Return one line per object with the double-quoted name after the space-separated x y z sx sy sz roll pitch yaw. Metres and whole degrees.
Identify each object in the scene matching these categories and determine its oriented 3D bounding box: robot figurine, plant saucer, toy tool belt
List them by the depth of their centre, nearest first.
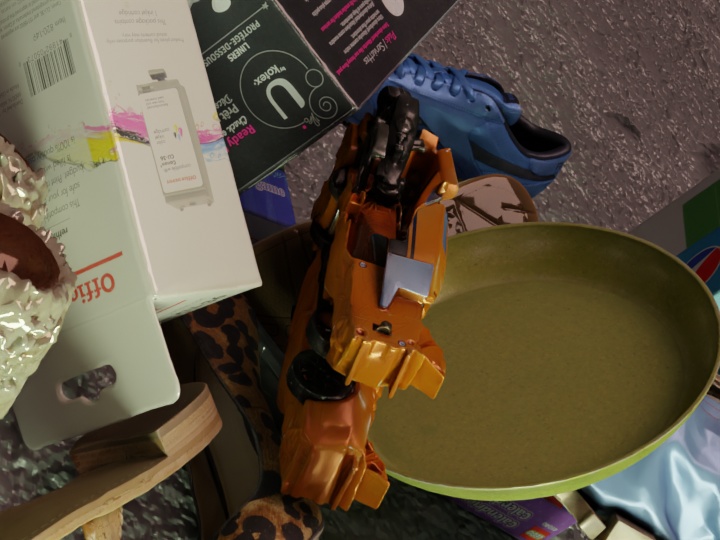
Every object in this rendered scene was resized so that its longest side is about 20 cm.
0.004 0.007 0.893 0.058 0.145 0.200 19 37 -9 "robot figurine"
0.076 0.047 0.943 0.200 0.199 0.031 -75 159 -51 "plant saucer"
0.141 0.100 0.977 0.199 0.125 0.123 26 1 -9 "toy tool belt"

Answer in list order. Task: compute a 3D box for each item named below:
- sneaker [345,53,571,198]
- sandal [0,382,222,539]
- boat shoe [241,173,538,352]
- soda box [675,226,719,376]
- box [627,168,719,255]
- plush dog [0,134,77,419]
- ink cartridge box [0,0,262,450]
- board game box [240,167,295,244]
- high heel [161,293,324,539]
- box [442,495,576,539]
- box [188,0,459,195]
0.048 -0.110 1.220 0.200 0.078 0.066 32 39 -27 "sneaker"
-0.118 0.121 0.784 0.212 0.077 0.070 -36 108 -48 "sandal"
0.000 0.000 1.036 0.199 0.065 0.072 -22 95 -27 "boat shoe"
0.177 0.039 1.050 0.068 0.200 0.064 42 33 -18 "soda box"
0.282 0.060 1.266 0.200 0.171 0.200 34 37 -26 "box"
-0.217 0.011 0.739 0.171 0.161 0.200 22 13 -19 "plush dog"
-0.116 -0.032 0.854 0.067 0.116 0.201 -8 81 -47 "ink cartridge box"
-0.134 -0.118 1.025 0.199 0.041 0.200 19 45 -41 "board game box"
-0.079 0.081 0.887 0.143 0.071 0.200 43 29 -5 "high heel"
0.059 0.045 1.118 0.137 0.039 0.201 32 38 -30 "box"
-0.045 -0.126 0.985 0.115 0.132 0.200 52 32 -8 "box"
